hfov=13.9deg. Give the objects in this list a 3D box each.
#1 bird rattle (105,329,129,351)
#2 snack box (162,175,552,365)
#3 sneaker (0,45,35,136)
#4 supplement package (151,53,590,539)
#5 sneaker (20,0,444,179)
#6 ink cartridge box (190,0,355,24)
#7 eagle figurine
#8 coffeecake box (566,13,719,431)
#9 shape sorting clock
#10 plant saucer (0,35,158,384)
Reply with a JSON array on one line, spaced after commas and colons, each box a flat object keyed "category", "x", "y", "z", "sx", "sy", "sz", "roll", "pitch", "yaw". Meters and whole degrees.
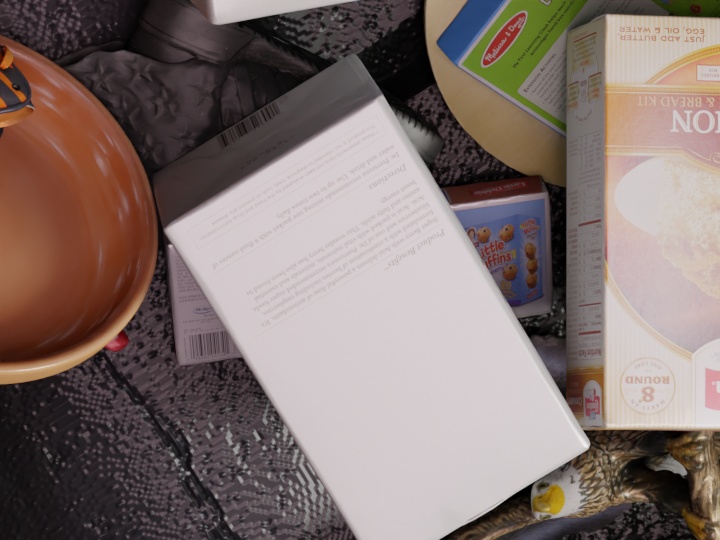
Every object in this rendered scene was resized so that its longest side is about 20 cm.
[{"category": "bird rattle", "x": -0.210, "y": 0.012, "z": 1.426, "sx": 0.199, "sy": 0.163, "sz": 0.113, "roll": 25, "pitch": 120, "yaw": -8}, {"category": "snack box", "x": 0.000, "y": 0.000, "z": 1.522, "sx": 0.199, "sy": 0.024, "sz": 0.072, "roll": -8, "pitch": 117, "yaw": -8}, {"category": "sneaker", "x": -0.184, "y": -0.122, "z": 1.382, "sx": 0.112, "sy": 0.078, "sz": 0.200, "roll": 41, "pitch": 61, "yaw": -3}, {"category": "supplement package", "x": 0.002, "y": 0.019, "z": 1.413, "sx": 0.121, "sy": 0.120, "sz": 0.200, "roll": -31, "pitch": 105, "yaw": 1}, {"category": "sneaker", "x": -0.067, "y": -0.071, "z": 1.476, "sx": 0.199, "sy": 0.060, "sz": 0.104, "roll": 27, "pitch": 99, "yaw": -13}, {"category": "ink cartridge box", "x": -0.026, "y": -0.237, "z": 1.381, "sx": 0.147, "sy": 0.145, "sz": 0.201, "roll": -10, "pitch": 109, "yaw": -10}, {"category": "eagle figurine", "x": 0.094, "y": 0.108, "z": 1.545, "sx": 0.199, "sy": 0.151, "sz": 0.152, "roll": -3, "pitch": 66, "yaw": 20}, {"category": "coffeecake box", "x": 0.183, "y": -0.021, "z": 1.458, "sx": 0.153, "sy": 0.073, "sz": 0.201, "roll": 1, "pitch": 87, "yaw": -11}, {"category": "shape sorting clock", "x": 0.130, "y": -0.135, "z": 1.502, "sx": 0.199, "sy": 0.039, "sz": 0.201, "roll": -5, "pitch": 119, "yaw": -9}, {"category": "plant saucer", "x": -0.192, "y": -0.029, "z": 1.378, "sx": 0.199, "sy": 0.201, "sz": 0.037, "roll": 19, "pitch": 139, "yaw": -16}]
